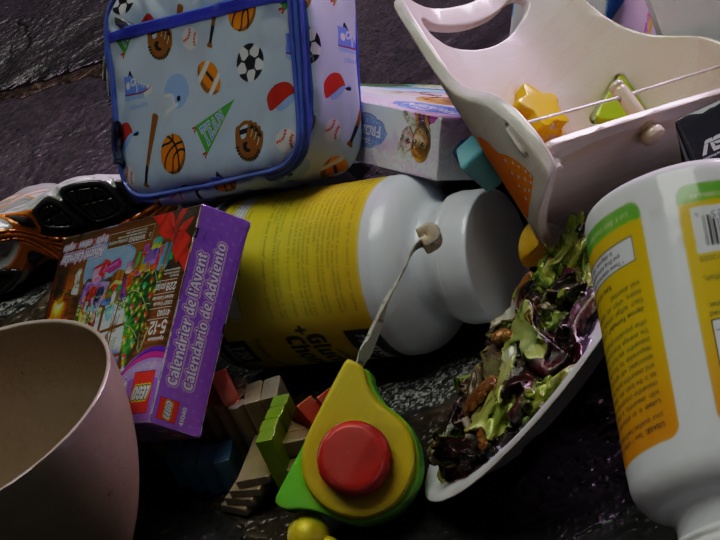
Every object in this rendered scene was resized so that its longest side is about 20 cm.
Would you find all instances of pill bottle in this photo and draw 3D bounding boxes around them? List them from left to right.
[{"bbox_3d":[0.000,0.000,1.443,0.199,0.113,0.112,-7,32,33],"label":"pill bottle"},{"bbox_3d":[0.176,0.058,1.107,0.110,0.111,0.202,-15,67,19],"label":"pill bottle"}]

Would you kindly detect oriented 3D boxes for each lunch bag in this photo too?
[{"bbox_3d":[-0.088,-0.128,1.489,0.199,0.162,0.075,-6,-1,44],"label":"lunch bag"}]

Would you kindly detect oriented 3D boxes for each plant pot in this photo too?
[{"bbox_3d":[-0.207,0.141,1.343,0.199,0.135,0.201,-20,28,11],"label":"plant pot"}]

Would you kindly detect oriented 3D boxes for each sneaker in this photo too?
[{"bbox_3d":[-0.225,-0.044,1.761,0.198,0.076,0.092,-13,25,20],"label":"sneaker"}]

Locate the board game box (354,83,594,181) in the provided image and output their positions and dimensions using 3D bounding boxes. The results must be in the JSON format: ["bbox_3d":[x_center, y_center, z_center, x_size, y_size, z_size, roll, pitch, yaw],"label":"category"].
[{"bbox_3d":[0.070,-0.093,1.520,0.198,0.042,0.199,-2,11,-36],"label":"board game box"}]

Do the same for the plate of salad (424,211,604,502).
[{"bbox_3d":[0.091,0.042,1.280,0.200,0.048,0.200,-50,8,10],"label":"plate of salad"}]

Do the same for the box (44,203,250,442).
[{"bbox_3d":[-0.146,0.039,1.450,0.199,0.039,0.138,-11,64,58],"label":"box"}]

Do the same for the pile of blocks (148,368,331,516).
[{"bbox_3d":[-0.075,0.096,1.392,0.199,0.062,0.082,2,37,43],"label":"pile of blocks"}]

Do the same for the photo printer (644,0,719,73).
[{"bbox_3d":[0.285,-0.159,1.432,0.199,0.168,0.069,-19,5,10],"label":"photo printer"}]

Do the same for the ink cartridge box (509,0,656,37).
[{"bbox_3d":[0.164,-0.169,1.543,0.067,0.117,0.200,10,9,23],"label":"ink cartridge box"}]

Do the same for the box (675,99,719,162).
[{"bbox_3d":[0.261,-0.073,1.297,0.160,0.049,0.200,-22,-15,6],"label":"box"}]

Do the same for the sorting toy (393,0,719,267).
[{"bbox_3d":[0.110,-0.110,1.377,0.199,0.107,0.180,-18,59,-39],"label":"sorting toy"}]

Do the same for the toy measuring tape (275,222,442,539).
[{"bbox_3d":[0.019,0.075,1.298,0.073,0.073,0.201,18,79,54],"label":"toy measuring tape"}]

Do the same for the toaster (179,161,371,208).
[{"bbox_3d":[-0.085,-0.109,1.641,0.128,0.200,0.114,-27,66,11],"label":"toaster"}]
